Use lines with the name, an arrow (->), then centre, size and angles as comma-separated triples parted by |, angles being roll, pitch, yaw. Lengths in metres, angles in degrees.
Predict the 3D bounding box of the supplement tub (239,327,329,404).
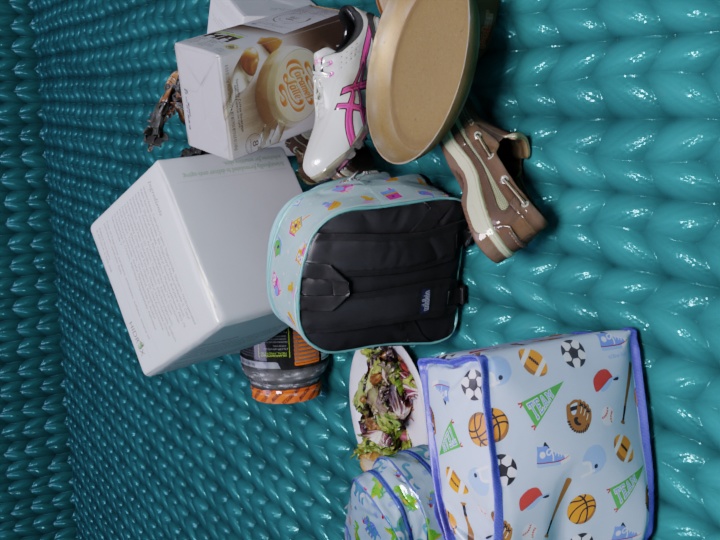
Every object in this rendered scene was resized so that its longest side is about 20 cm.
supplement tub -> -0.104, 0.069, 1.356 | 0.122, 0.121, 0.203 | 15, 109, 61

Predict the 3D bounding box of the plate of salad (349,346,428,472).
plate of salad -> 0.025, 0.175, 1.213 | 0.200, 0.048, 0.203 | 24, 118, 60

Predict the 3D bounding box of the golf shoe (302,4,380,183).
golf shoe -> -0.025, -0.188, 1.076 | 0.072, 0.092, 0.202 | -16, 47, 57

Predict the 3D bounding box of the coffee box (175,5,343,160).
coffee box -> -0.096, -0.212, 1.113 | 0.079, 0.199, 0.116 | 22, 128, 39

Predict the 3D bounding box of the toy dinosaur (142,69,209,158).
toy dinosaur -> -0.220, -0.214, 1.310 | 0.200, 0.101, 0.137 | 137, 144, -72

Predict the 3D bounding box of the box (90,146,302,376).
box -> -0.169, -0.013, 1.182 | 0.171, 0.198, 0.202 | -31, 78, 42

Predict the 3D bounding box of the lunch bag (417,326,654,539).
lunch bag -> 0.148, 0.159, 0.840 | 0.124, 0.168, 0.203 | -15, 84, 65

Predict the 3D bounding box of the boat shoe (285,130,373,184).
boat shoe -> -0.043, -0.135, 1.219 | 0.075, 0.074, 0.203 | -64, 28, 19

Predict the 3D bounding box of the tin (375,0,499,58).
tin -> 0.073, -0.283, 1.022 | 0.200, 0.041, 0.113 | 52, 136, 44

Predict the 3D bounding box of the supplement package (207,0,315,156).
supplement package -> -0.134, -0.264, 1.335 | 0.120, 0.120, 0.202 | 51, 139, 44

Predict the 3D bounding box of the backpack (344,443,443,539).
backpack -> 0.053, 0.290, 1.107 | 0.163, 0.152, 0.202 | 54, 130, 48

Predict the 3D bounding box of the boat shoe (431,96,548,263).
boat shoe -> 0.126, -0.105, 0.949 | 0.074, 0.074, 0.204 | -30, 56, 23

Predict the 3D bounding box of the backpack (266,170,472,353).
backpack -> -0.002, -0.010, 1.040 | 0.153, 0.198, 0.178 | 34, 126, 45

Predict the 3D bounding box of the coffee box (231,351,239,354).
coffee box -> -0.214, 0.060, 1.480 | 0.080, 0.198, 0.115 | -56, 49, 50

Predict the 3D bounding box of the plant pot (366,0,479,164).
plant pot -> 0.061, -0.200, 0.964 | 0.200, 0.027, 0.203 | 151, 122, -60
